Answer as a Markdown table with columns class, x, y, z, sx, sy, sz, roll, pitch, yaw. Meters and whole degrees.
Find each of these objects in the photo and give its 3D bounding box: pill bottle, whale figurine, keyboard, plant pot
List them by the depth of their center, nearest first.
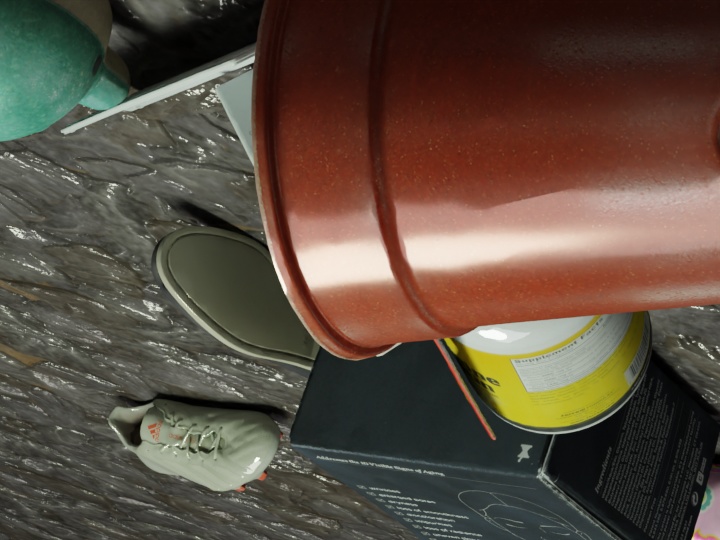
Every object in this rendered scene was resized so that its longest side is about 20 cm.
| class | x | y | z | sx | sy | sz | roll | pitch | yaw |
| --- | --- | --- | --- | --- | --- | --- | --- | --- | --- |
| plant pot | 0.086 | -0.061 | 0.979 | 0.195 | 0.201 | 0.201 | 0 | 155 | 25 |
| whale figurine | -0.203 | -0.107 | 1.225 | 0.159 | 0.104 | 0.200 | 19 | 161 | -4 |
| keyboard | -0.095 | -0.101 | 1.231 | 0.056 | 0.011 | 0.200 | -23 | -175 | -33 |
| pill bottle | 0.091 | 0.006 | 1.255 | 0.112 | 0.112 | 0.200 | 11 | 160 | 20 |

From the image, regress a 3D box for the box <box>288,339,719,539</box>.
| class | x | y | z | sx | sy | sz | roll | pitch | yaw |
| --- | --- | --- | --- | --- | --- | --- | --- | --- | --- |
| box | 0.097 | 0.108 | 1.515 | 0.200 | 0.124 | 0.197 | 4 | 158 | 37 |

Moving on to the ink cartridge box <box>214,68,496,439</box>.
| class | x | y | z | sx | sy | sz | roll | pitch | yaw |
| --- | --- | --- | --- | --- | --- | --- | --- | --- | --- |
| ink cartridge box | 0.000 | 0.000 | 1.265 | 0.044 | 0.174 | 0.200 | -28 | 152 | 2 |

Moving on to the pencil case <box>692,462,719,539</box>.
| class | x | y | z | sx | sy | sz | roll | pitch | yaw |
| --- | --- | --- | --- | --- | --- | --- | --- | --- | --- |
| pencil case | 0.297 | 0.186 | 1.604 | 0.200 | 0.087 | 0.087 | 11 | 160 | 27 |

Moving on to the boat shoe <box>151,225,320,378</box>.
| class | x | y | z | sx | sy | sz | roll | pitch | yaw |
| --- | --- | --- | --- | --- | --- | --- | --- | --- | --- |
| boat shoe | -0.071 | 0.029 | 1.535 | 0.200 | 0.073 | 0.063 | 28 | 157 | -38 |

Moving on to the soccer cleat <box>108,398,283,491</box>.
| class | x | y | z | sx | sy | sz | roll | pitch | yaw |
| --- | --- | --- | --- | --- | --- | --- | --- | --- | --- |
| soccer cleat | -0.140 | 0.141 | 1.921 | 0.078 | 0.069 | 0.200 | 33 | 159 | -29 |
